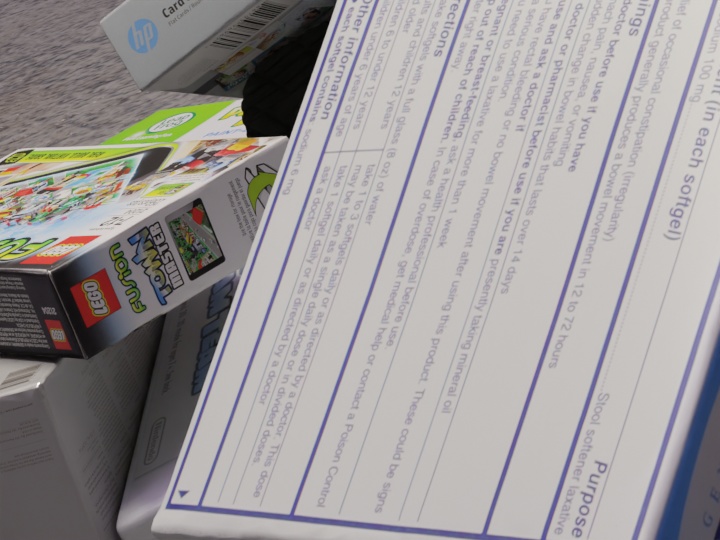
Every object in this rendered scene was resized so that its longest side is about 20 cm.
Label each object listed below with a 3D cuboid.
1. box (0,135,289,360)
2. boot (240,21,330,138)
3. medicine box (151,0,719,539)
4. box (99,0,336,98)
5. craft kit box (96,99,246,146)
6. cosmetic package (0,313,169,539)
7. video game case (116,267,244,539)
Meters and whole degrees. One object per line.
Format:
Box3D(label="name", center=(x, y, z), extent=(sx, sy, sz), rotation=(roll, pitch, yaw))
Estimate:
Box3D(label="box", center=(-0.115, -0.010, 1.086), extent=(0.110, 0.035, 0.200), rotation=(-31, 18, -31))
Box3D(label="boot", center=(0.052, -0.099, 1.295), extent=(0.199, 0.068, 0.130), rotation=(-29, -20, 25))
Box3D(label="medicine box", center=(0.063, 0.013, 0.811), extent=(0.199, 0.103, 0.183), rotation=(0, 65, 48))
Box3D(label="box", center=(-0.007, -0.134, 1.298), extent=(0.156, 0.041, 0.200), rotation=(-36, -13, 19))
Box3D(label="craft kit box", center=(-0.095, -0.032, 1.423), extent=(0.199, 0.049, 0.197), rotation=(-4, 19, 45))
Box3D(label="cosmetic package", center=(-0.100, 0.048, 1.093), extent=(0.050, 0.083, 0.200), rotation=(-17, 15, 16))
Box3D(label="video game case", center=(0.000, 0.000, 1.056), extent=(0.181, 0.024, 0.200), rotation=(-29, 27, 23))
